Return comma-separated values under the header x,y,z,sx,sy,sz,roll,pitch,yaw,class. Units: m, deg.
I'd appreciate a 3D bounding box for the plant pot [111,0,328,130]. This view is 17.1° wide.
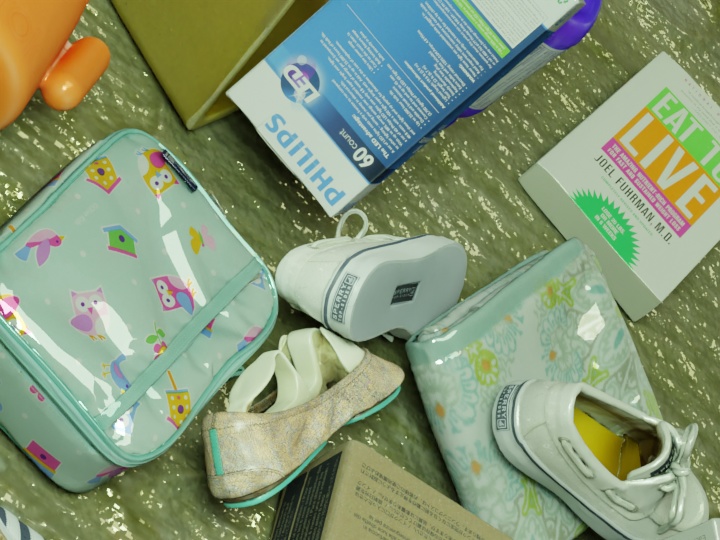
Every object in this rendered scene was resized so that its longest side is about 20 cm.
x,y,z,sx,sy,sz,roll,pitch,yaw,class
-0.064,-0.246,1.520,0.200,0.196,0.194,52,42,8,plant pot

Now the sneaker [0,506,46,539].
x,y,z,sx,sy,sz,roll,pitch,yaw,class
-0.175,0.161,1.261,0.200,0.070,0.108,33,5,13,sneaker

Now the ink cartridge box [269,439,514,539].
x,y,z,sx,sy,sz,roll,pitch,yaw,class
0.034,0.221,1.405,0.200,0.075,0.165,35,48,-22,ink cartridge box

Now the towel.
x,y,z,sx,sy,sz,roll,pitch,yaw,class
0.118,0.086,1.553,0.200,0.048,0.172,-31,102,-47,towel

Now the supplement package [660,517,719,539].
x,y,z,sx,sy,sz,roll,pitch,yaw,class
0.240,0.272,1.497,0.150,0.152,0.200,5,65,-39,supplement package

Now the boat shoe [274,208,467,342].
x,y,z,sx,sy,sz,roll,pitch,yaw,class
-0.002,0.005,1.502,0.086,0.075,0.202,23,12,20,boat shoe

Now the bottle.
x,y,z,sx,sy,sz,roll,pitch,yaw,class
0.072,-0.144,1.564,0.065,0.200,0.084,34,46,-22,bottle

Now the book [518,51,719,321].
x,y,z,sx,sy,sz,roll,pitch,yaw,class
0.211,-0.066,1.762,0.134,0.048,0.200,49,45,-1,book

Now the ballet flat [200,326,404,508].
x,y,z,sx,sy,sz,roll,pitch,yaw,class
-0.033,0.072,1.416,0.200,0.068,0.067,-37,109,-60,ballet flat

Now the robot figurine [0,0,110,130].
x,y,z,sx,sy,sz,roll,pitch,yaw,class
-0.220,-0.154,1.374,0.144,0.117,0.200,12,47,12,robot figurine

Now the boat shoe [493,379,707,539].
x,y,z,sx,sy,sz,roll,pitch,yaw,class
0.176,0.119,1.501,0.202,0.086,0.075,37,57,-38,boat shoe

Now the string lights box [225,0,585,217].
x,y,z,sx,sy,sz,roll,pitch,yaw,class
0.028,-0.135,1.458,0.103,0.200,0.059,50,11,2,string lights box

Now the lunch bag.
x,y,z,sx,sy,sz,roll,pitch,yaw,class
-0.138,0.022,1.368,0.160,0.077,0.200,49,43,-8,lunch bag
